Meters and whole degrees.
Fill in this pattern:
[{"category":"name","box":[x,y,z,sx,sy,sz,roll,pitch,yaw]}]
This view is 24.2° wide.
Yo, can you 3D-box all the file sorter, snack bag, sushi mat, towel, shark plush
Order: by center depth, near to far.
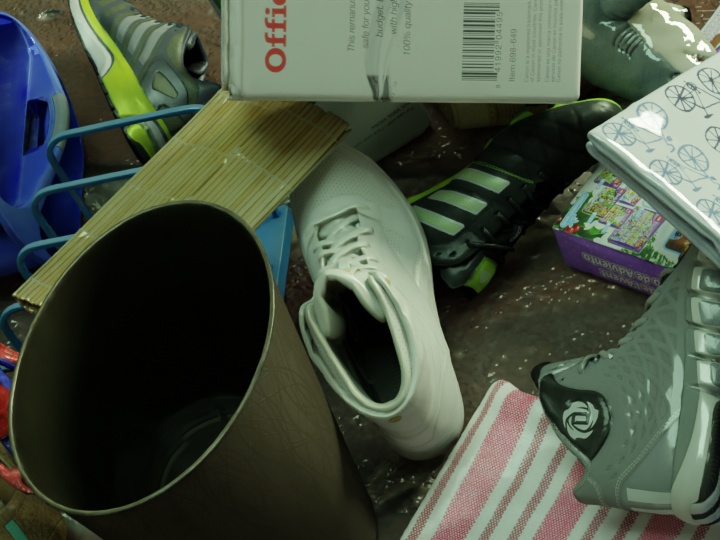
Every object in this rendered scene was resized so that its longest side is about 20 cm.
[{"category":"snack bag","box":[0.232,-0.032,0.856,0.200,0.021,0.188,45,44,15]},{"category":"towel","box":[0.118,0.135,0.874,0.199,0.030,0.147,14,58,34]},{"category":"sushi mat","box":[-0.100,-0.034,0.967,0.095,0.012,0.200,25,61,34]},{"category":"shark plush","box":[0.117,-0.138,1.016,0.199,0.091,0.084,6,82,6]},{"category":"file sorter","box":[-0.135,0.015,1.033,0.138,0.123,0.201,-10,48,18]}]

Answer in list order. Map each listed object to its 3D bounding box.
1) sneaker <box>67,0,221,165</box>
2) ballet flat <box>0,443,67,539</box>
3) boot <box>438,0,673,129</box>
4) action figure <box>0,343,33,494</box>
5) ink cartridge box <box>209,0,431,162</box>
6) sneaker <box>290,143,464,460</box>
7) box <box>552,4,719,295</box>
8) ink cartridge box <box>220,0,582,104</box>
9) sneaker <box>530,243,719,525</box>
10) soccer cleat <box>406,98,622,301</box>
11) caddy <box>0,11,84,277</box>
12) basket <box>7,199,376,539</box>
[{"category":"sneaker","box":[-0.157,-0.158,1.240,0.081,0.074,0.200,-24,52,-6]},{"category":"ballet flat","box":[-0.253,0.118,1.033,0.068,0.072,0.200,-42,47,-14]},{"category":"boot","box":[0.112,-0.171,1.136,0.166,0.073,0.200,-18,43,-7]},{"category":"action figure","box":[-0.177,0.091,0.929,0.066,0.200,0.052,-54,26,-13]},{"category":"ink cartridge box","box":[-0.047,-0.173,1.103,0.083,0.200,0.147,-34,45,-1]},{"category":"sneaker","box":[0.000,0.000,0.939,0.073,0.116,0.201,-25,68,7]},{"category":"box","box":[0.224,-0.065,0.993,0.136,0.039,0.200,22,63,38]},{"category":"ink cartridge box","box":[0.021,-0.169,0.950,0.199,0.147,0.085,0,11,-6]},{"category":"sneaker","box":[0.146,0.033,0.878,0.115,0.075,0.201,-3,58,30]},{"category":"soccer cleat","box":[0.077,-0.033,1.011,0.199,0.067,0.081,-30,59,20]},{"category":"caddy","box":[-0.247,-0.086,1.162,0.104,0.142,0.201,-19,47,13]},{"category":"basket","box":[-0.074,0.095,0.877,0.135,0.200,0.181,-4,53,20]}]
